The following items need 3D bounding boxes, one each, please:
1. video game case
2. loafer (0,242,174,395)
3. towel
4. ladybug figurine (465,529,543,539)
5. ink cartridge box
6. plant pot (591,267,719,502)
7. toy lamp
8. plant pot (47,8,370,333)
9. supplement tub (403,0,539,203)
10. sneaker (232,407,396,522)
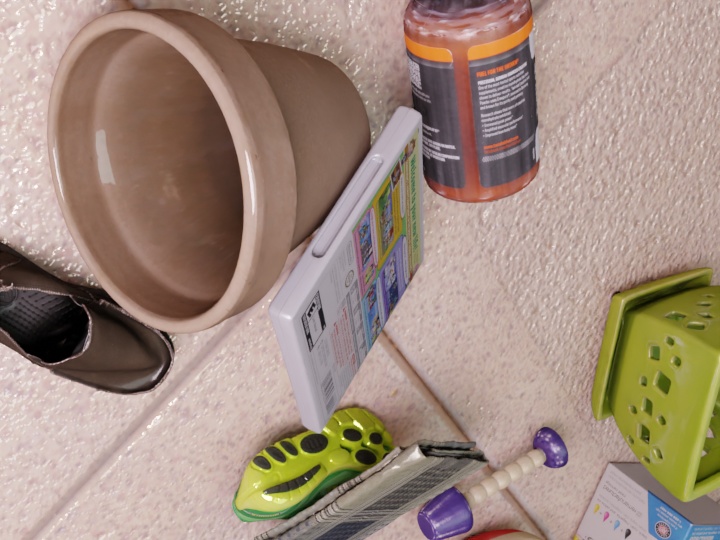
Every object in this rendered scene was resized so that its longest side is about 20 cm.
[{"bbox_3d":[-0.002,0.007,0.732,0.183,0.022,0.201,-58,161,-24],"label":"video game case"},{"bbox_3d":[-0.208,0.049,0.700,0.199,0.071,0.074,31,94,-44],"label":"loafer"},{"bbox_3d":[0.013,0.211,0.923,0.199,0.035,0.192,-34,156,15],"label":"towel"},{"bbox_3d":[0.144,0.370,1.168,0.197,0.072,0.138,-9,119,-36],"label":"ladybug figurine"},{"bbox_3d":[0.384,0.385,1.320,0.143,0.147,0.203,10,107,-41],"label":"ink cartridge box"},{"bbox_3d":[0.390,0.115,1.149,0.196,0.181,0.203,-14,123,-32],"label":"plant pot"},{"bbox_3d":[0.151,0.245,1.115,0.198,0.058,0.059,-25,128,-26],"label":"toy lamp"},{"bbox_3d":[-0.086,-0.082,0.668,0.174,0.198,0.203,-27,131,-48],"label":"plant pot"},{"bbox_3d":[0.092,-0.164,0.800,0.106,0.107,0.203,-29,130,-23],"label":"supplement tub"},{"bbox_3d":[-0.042,0.186,0.927,0.198,0.075,0.084,-7,152,-44],"label":"sneaker"}]
